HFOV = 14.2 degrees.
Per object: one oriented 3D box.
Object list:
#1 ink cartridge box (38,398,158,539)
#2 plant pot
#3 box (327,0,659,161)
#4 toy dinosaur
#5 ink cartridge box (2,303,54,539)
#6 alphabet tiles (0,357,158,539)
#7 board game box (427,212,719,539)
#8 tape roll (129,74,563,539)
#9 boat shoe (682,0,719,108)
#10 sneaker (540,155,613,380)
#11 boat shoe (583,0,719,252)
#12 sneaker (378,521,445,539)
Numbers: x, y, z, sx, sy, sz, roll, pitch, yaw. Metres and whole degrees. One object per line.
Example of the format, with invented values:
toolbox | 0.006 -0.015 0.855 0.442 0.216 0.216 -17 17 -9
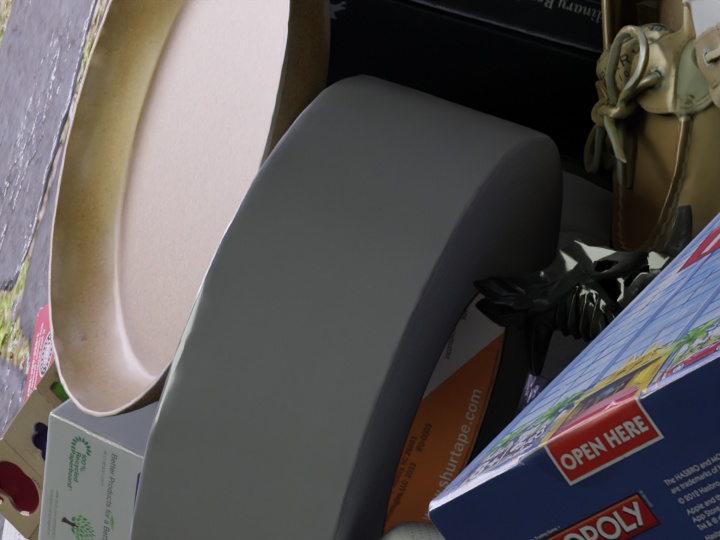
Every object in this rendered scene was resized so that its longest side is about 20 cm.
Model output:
ink cartridge box | -0.030 0.123 1.065 0.039 0.200 0.100 -35 -36 -48
plant pot | -0.057 -0.046 0.986 0.200 0.027 0.201 -44 39 51
box | 0.032 -0.152 1.072 0.107 0.148 0.201 139 140 -55
toy dinosaur | 0.106 0.061 0.877 0.200 0.102 0.136 -23 65 21
ink cartridge box | -0.088 0.066 1.317 0.200 0.083 0.147 146 134 -60
alphabet tiles | -0.046 0.103 1.095 0.008 0.200 0.167 -38 -11 -49
board game box | 0.141 -0.004 0.709 0.200 0.062 0.200 -32 9 37
tape roll | -0.001 0.041 0.930 0.200 0.066 0.201 20 -90 -75
boat shoe | 0.159 -0.074 0.836 0.200 0.074 0.069 -160 70 -69
sneaker | 0.000 0.000 1.059 0.199 0.074 0.087 1 87 29
boat shoe | 0.101 -0.085 0.972 0.073 0.063 0.201 -36 42 56
sneaker | 0.095 0.087 0.806 0.200 0.074 0.116 25 99 29
